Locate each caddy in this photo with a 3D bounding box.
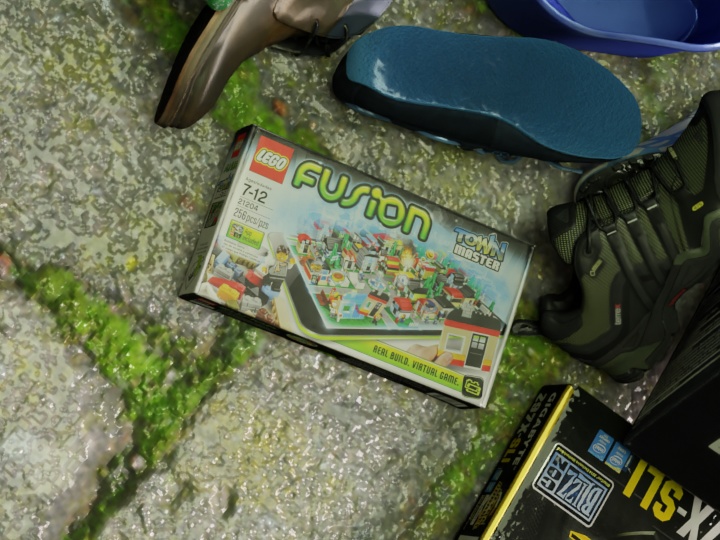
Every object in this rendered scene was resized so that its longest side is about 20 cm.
[{"bbox_3d":[0.172,-0.208,1.290,0.199,0.105,0.142,5,84,-21],"label":"caddy"}]

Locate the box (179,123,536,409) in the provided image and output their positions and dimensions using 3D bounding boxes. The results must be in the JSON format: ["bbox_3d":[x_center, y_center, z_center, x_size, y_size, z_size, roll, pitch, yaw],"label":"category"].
[{"bbox_3d":[0.000,0.000,1.249,0.199,0.035,0.111,22,79,-19],"label":"box"}]

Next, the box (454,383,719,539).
[{"bbox_3d":[0.161,0.190,1.294,0.200,0.049,0.160,36,73,-15],"label":"box"}]

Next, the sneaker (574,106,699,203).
[{"bbox_3d":[0.227,-0.077,1.335,0.199,0.073,0.072,-21,123,-9],"label":"sneaker"}]

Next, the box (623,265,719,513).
[{"bbox_3d":[0.285,0.032,1.235,0.123,0.200,0.199,34,61,-3],"label":"box"}]

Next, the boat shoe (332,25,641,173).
[{"bbox_3d":[0.078,-0.112,1.272,0.199,0.069,0.085,18,72,-20],"label":"boat shoe"}]

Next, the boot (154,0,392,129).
[{"bbox_3d":[-0.040,-0.149,1.222,0.097,0.075,0.200,34,74,-13],"label":"boot"}]

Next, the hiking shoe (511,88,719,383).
[{"bbox_3d":[0.169,-0.026,1.263,0.100,0.076,0.201,19,110,-14],"label":"hiking shoe"}]

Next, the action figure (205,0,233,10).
[{"bbox_3d":[-0.107,-0.239,1.183,0.118,0.055,0.201,-17,73,-10],"label":"action figure"}]
